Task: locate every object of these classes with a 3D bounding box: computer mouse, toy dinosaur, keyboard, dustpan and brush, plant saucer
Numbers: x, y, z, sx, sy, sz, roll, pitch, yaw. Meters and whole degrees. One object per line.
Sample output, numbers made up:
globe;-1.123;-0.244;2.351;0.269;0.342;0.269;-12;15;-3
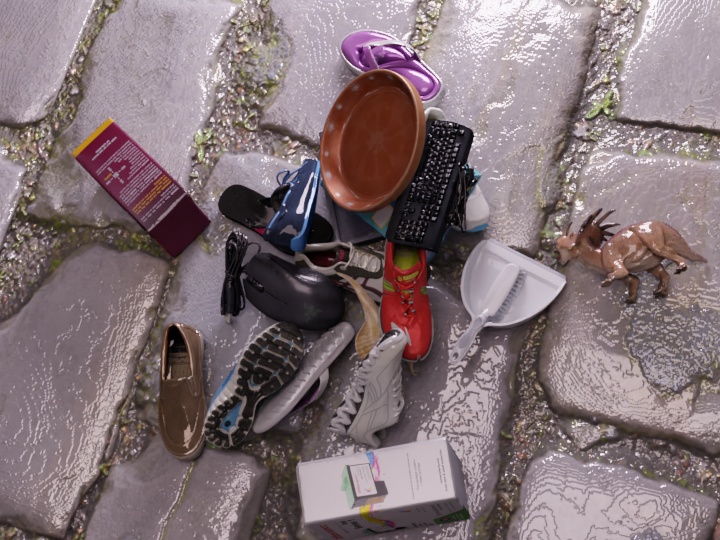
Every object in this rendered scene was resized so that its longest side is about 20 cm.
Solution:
computer mouse;-0.120;0.035;1.670;0.199;0.053;0.139;18;114;19
toy dinosaur;0.374;-0.034;1.608;0.199;0.086;0.136;-12;59;2
keyboard;0.106;-0.122;1.574;0.104;0.040;0.201;12;67;14
toy dinosaur;0.037;0.084;1.627;0.101;0.058;0.201;-15;85;-15
dustpan and brush;0.182;0.053;1.626;0.139;0.057;0.200;28;77;21
plant saucer;0.019;-0.178;1.623;0.200;0.032;0.201;-12;74;45

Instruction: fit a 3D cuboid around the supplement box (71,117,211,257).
supplement box;-0.336;-0.126;1.791;0.086;0.110;0.200;-45;66;-6

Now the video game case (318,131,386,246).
video game case;0.022;-0.140;1.764;0.142;0.019;0.201;-15;65;7

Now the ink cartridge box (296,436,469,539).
ink cartridge box;0.031;0.288;1.520;0.199;0.145;0.084;-11;66;8

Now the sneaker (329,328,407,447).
sneaker;0.029;0.159;1.569;0.081;0.200;0.075;32;39;10

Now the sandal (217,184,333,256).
sandal;-0.134;-0.080;1.761;0.200;0.045;0.075;23;74;21

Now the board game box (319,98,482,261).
board game box;0.055;-0.130;1.680;0.200;0.047;0.151;40;114;23

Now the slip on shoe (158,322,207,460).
slip on shoe;-0.259;0.171;1.680;0.076;0.061;0.201;-4;68;13

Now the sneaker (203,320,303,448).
sneaker;-0.160;0.149;1.647;0.078;0.090;0.200;38;91;-20

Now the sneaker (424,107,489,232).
sneaker;0.128;-0.144;1.697;0.076;0.081;0.200;-18;65;-22

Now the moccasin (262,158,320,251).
moccasin;-0.099;-0.106;1.691;0.068;0.081;0.200;8;33;2

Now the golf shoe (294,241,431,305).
golf shoe;0.000;0.000;1.676;0.199;0.088;0.077;3;68;13

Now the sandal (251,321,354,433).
sandal;-0.072;0.160;1.646;0.050;0.082;0.203;44;83;-19

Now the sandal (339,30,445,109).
sandal;0.050;-0.325;1.804;0.202;0.050;0.083;35;77;25

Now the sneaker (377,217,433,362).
sneaker;0.059;0.023;1.582;0.077;0.085;0.201;-5;76;0
